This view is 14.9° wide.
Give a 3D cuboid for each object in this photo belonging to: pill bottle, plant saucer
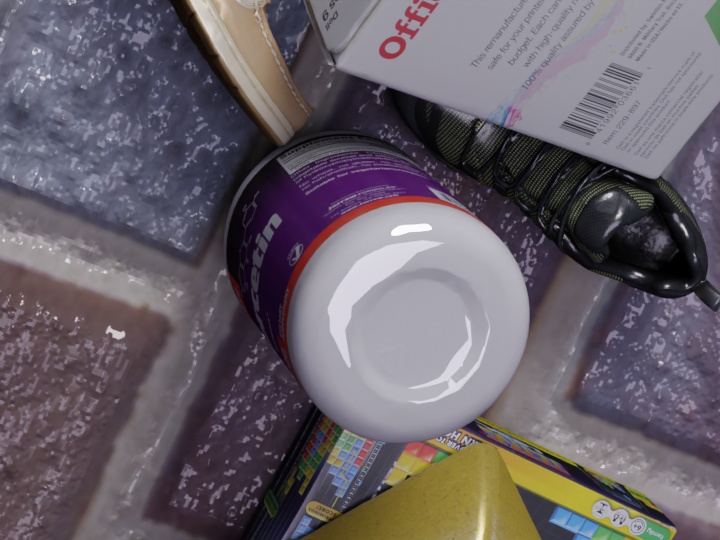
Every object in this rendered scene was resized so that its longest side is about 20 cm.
[{"bbox_3d":[0.000,0.000,1.311,0.112,0.200,0.113,-5,108,-15],"label":"pill bottle"},{"bbox_3d":[0.025,0.219,1.411,0.200,0.048,0.200,-29,113,-5],"label":"plant saucer"}]

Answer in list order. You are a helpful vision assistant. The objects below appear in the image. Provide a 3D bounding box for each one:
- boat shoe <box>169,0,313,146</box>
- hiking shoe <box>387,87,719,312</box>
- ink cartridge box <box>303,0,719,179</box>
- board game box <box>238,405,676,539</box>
[{"bbox_3d":[-0.065,-0.156,1.309,0.069,0.074,0.200,-30,107,-6],"label":"boat shoe"},{"bbox_3d":[0.104,-0.053,1.378,0.200,0.101,0.076,33,95,-22],"label":"hiking shoe"},{"bbox_3d":[0.091,-0.143,1.288,0.200,0.088,0.145,15,126,-34],"label":"ink cartridge box"},{"bbox_3d":[0.040,0.159,1.451,0.200,0.057,0.165,25,98,-22],"label":"board game box"}]
